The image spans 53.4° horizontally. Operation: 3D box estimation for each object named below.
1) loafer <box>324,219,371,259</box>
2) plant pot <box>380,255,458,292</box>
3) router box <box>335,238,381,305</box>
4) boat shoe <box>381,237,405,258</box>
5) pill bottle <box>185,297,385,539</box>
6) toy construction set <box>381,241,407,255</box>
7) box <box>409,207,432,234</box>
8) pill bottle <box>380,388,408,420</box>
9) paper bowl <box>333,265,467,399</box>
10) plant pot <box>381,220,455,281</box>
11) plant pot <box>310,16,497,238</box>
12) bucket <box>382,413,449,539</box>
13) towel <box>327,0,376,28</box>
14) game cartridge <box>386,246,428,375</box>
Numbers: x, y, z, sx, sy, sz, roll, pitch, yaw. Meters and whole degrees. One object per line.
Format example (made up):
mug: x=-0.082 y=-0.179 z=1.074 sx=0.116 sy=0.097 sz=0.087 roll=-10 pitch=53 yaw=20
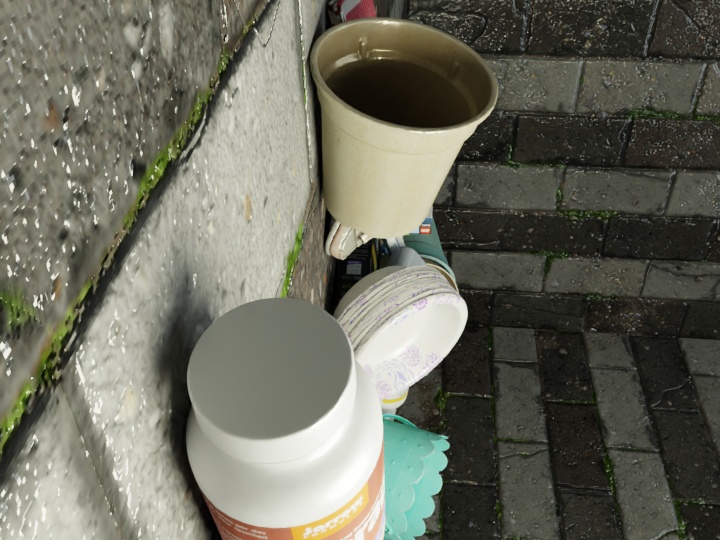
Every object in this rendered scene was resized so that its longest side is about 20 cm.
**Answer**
loafer: x=0.029 y=-0.092 z=0.931 sx=0.201 sy=0.062 sz=0.072 roll=-56 pitch=167 yaw=-21
plant pot: x=0.074 y=0.047 z=1.383 sx=0.135 sy=0.197 sz=0.203 roll=-125 pitch=-149 yaw=-56
router box: x=0.000 y=0.000 z=1.130 sx=0.200 sy=0.051 sz=0.160 roll=78 pitch=15 yaw=-70
boat shoe: x=0.057 y=-0.115 z=1.182 sx=0.075 sy=0.085 sz=0.205 roll=-128 pitch=-163 yaw=-78
pill bottle: x=-0.041 y=0.113 z=0.426 sx=0.202 sy=0.110 sz=0.113 roll=87 pitch=8 yaw=-49
toy construction set: x=0.050 y=-0.134 z=1.398 sx=0.131 sy=0.091 sz=0.203 roll=22 pitch=60 yaw=-59
box: x=0.042 y=-0.143 z=1.055 sx=0.038 sy=0.134 sz=0.202 roll=83 pitch=11 yaw=-52
pill bottle: x=0.038 y=0.180 z=1.291 sx=0.112 sy=0.110 sz=0.203 roll=-75 pitch=176 yaw=-67
paper bowl: x=0.040 y=0.075 z=0.981 sx=0.105 sy=0.199 sz=0.202 roll=52 pitch=-19 yaw=31
plant pot: x=0.104 y=-0.035 z=1.617 sx=0.202 sy=0.197 sz=0.198 roll=87 pitch=0 yaw=-46
plant pot: x=0.031 y=-0.146 z=0.803 sx=0.185 sy=0.197 sz=0.202 roll=104 pitch=-5 yaw=-48
bucket: x=0.055 y=0.351 z=1.209 sx=0.207 sy=0.133 sz=0.210 roll=16 pitch=90 yaw=-70
towel: x=0.011 y=-0.260 z=0.921 sx=0.145 sy=0.022 sz=0.202 roll=-65 pitch=145 yaw=-53
game cartridge: x=0.090 y=0.063 z=1.183 sx=0.201 sy=0.040 sz=0.134 roll=59 pitch=40 yaw=-41
